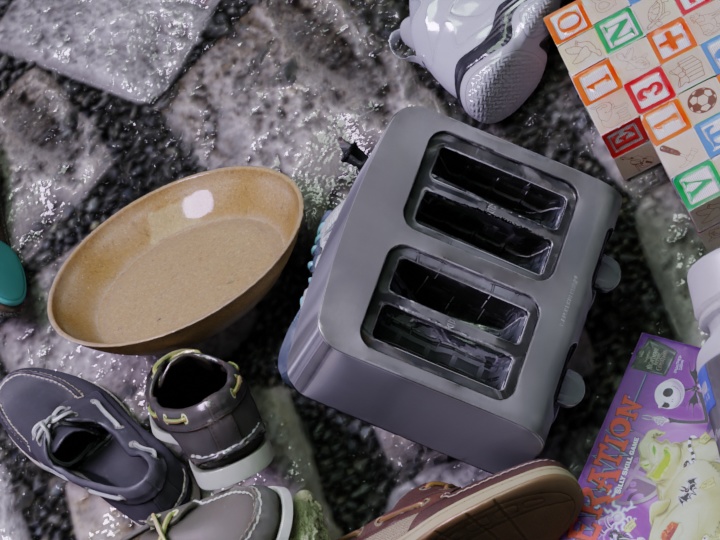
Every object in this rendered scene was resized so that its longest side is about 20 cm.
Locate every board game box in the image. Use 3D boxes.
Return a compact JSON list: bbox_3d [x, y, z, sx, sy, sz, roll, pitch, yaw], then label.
[{"bbox_3d":[0.192,0.143,1.275,0.119,0.032,0.201,12,68,35],"label":"board game box"}]

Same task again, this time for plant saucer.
[{"bbox_3d":[-0.125,0.000,1.468,0.199,0.036,0.201,-19,32,12],"label":"plant saucer"}]

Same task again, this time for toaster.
[{"bbox_3d":[0.055,0.010,1.312,0.198,0.119,0.182,23,68,-3],"label":"toaster"}]

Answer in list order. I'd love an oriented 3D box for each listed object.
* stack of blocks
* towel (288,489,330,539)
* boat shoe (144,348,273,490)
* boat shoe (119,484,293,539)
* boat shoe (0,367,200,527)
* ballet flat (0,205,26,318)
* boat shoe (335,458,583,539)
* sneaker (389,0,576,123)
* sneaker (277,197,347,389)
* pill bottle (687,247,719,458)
[{"bbox_3d":[0.215,-0.112,1.393,0.114,0.059,0.201,-28,54,8],"label":"stack of blocks"},{"bbox_3d":[-0.059,0.250,1.285,0.148,0.036,0.201,-43,39,35],"label":"towel"},{"bbox_3d":[-0.107,0.083,1.373,0.071,0.061,0.201,-26,18,-11],"label":"boat shoe"},{"bbox_3d":[-0.120,0.188,1.320,0.201,0.060,0.073,-37,39,38],"label":"boat shoe"},{"bbox_3d":[-0.194,0.114,1.449,0.199,0.063,0.073,30,77,35],"label":"boat shoe"},{"bbox_3d":[-0.302,-0.019,1.586,0.075,0.068,0.201,-43,44,24],"label":"ballet flat"},{"bbox_3d":[0.047,0.161,1.302,0.199,0.072,0.072,-34,40,22],"label":"boat shoe"},{"bbox_3d":[0.108,-0.209,1.489,0.115,0.075,0.201,33,82,33],"label":"sneaker"},{"bbox_3d":[0.000,0.000,1.430,0.086,0.078,0.201,16,62,44],"label":"sneaker"},{"bbox_3d":[0.259,0.084,1.198,0.113,0.114,0.202,-18,69,14],"label":"pill bottle"}]
